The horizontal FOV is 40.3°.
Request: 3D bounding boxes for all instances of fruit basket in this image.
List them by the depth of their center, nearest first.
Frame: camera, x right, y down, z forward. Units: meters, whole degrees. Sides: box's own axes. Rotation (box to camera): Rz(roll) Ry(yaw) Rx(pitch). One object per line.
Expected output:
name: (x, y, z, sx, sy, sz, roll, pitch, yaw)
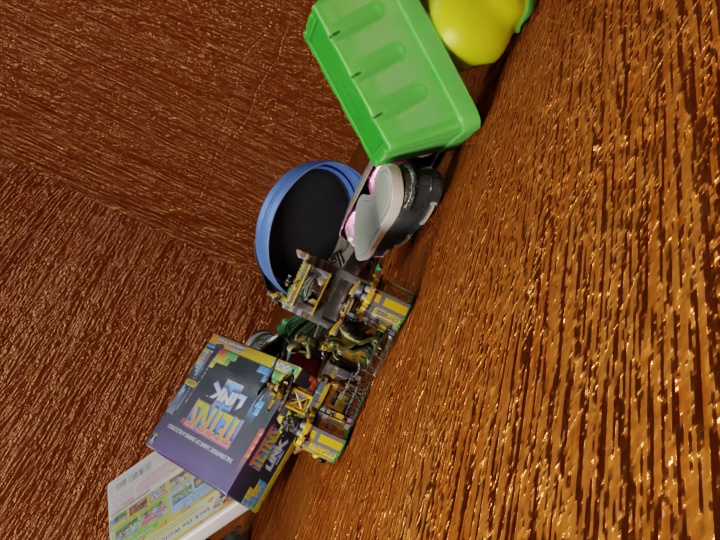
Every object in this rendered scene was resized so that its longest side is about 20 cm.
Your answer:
fruit basket: (0.070, -0.226, 0.978, 0.216, 0.215, 0.155, -65, 6, -8)

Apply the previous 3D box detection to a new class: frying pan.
frying pan: (-0.007, 0.015, 1.251, 0.115, 0.031, 0.190, -65, -11, 19)

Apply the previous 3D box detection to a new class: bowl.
bowl: (-0.064, -0.057, 1.370, 0.039, 0.200, 0.201, 22, 85, 41)

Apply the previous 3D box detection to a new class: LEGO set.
LEGO set: (-0.043, 0.067, 0.903, 0.154, 0.115, 0.201, -93, 29, -79)

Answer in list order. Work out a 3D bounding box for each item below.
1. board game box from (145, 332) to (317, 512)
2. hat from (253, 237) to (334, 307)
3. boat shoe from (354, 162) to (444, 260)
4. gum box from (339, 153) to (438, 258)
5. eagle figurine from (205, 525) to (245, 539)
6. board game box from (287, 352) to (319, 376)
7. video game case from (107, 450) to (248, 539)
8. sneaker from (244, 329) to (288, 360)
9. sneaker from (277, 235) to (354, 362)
board game box: (-0.152, 0.175, 1.176, 0.200, 0.057, 0.166, 13, 66, 50)
hat: (-0.060, -0.024, 1.475, 0.081, 0.200, 0.201, 21, 85, 46)
boat shoe: (0.036, -0.057, 1.041, 0.200, 0.060, 0.076, 140, 128, -73)
gum box: (0.044, -0.123, 1.182, 0.200, 0.066, 0.114, -62, 4, 27)
eagle figurine: (-0.207, 0.376, 1.216, 0.200, 0.150, 0.152, 49, 161, 53)
board game box: (-0.097, 0.150, 1.441, 0.200, 0.040, 0.153, -72, 9, -51)
video game case: (-0.228, 0.278, 1.217, 0.200, 0.023, 0.182, -35, 33, 5)
sneaker: (-0.148, 0.161, 1.327, 0.089, 0.077, 0.201, -38, 29, 59)
sneaker: (-0.047, 0.018, 1.333, 0.201, 0.085, 0.078, -66, 5, -25)
